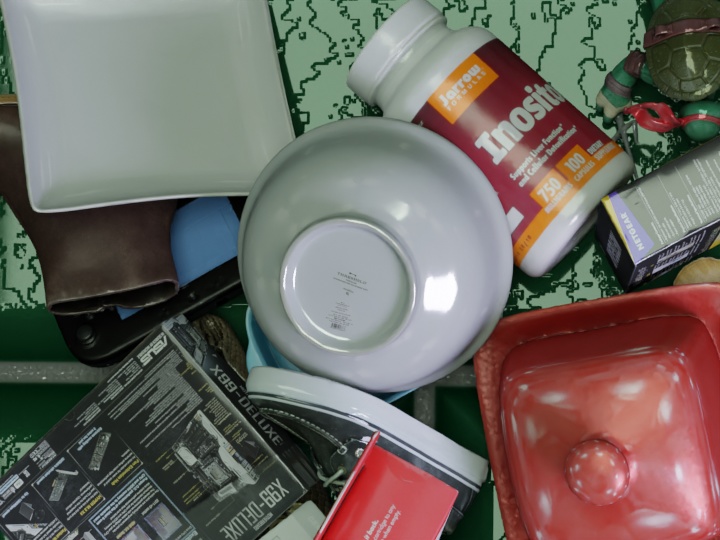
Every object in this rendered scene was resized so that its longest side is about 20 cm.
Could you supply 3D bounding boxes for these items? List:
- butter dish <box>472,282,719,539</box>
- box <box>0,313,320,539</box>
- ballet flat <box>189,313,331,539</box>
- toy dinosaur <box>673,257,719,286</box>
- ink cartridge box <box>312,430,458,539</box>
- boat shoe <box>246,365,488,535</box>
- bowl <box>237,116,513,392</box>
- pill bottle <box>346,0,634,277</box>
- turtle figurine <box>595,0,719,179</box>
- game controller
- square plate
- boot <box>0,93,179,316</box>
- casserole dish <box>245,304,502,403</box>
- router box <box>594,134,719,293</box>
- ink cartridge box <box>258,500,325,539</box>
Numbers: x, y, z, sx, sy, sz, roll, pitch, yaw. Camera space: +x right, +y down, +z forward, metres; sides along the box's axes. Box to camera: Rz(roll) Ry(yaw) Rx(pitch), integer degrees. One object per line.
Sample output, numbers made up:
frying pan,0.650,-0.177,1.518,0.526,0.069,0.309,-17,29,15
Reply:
butter dish,0.172,0.124,1.478,0.199,0.148,0.201,-10,94,17
box,-0.151,0.156,1.549,0.200,0.050,0.158,-44,86,13
ballet flat,-0.081,0.121,1.575,0.067,0.046,0.201,-25,81,2
toy dinosaur,0.255,0.044,1.553,0.200,0.058,0.101,-44,77,21
ink cartridge box,0.003,0.192,1.405,0.067,0.200,0.117,28,69,7
boat shoe,0.002,0.129,1.517,0.199,0.072,0.071,26,77,-22
bowl,0.000,0.000,1.488,0.200,0.090,0.203,3,104,13
pill bottle,0.089,-0.099,1.551,0.200,0.113,0.113,42,89,8
turtle figurine,0.243,-0.160,1.556,0.149,0.101,0.202,-2,78,5
game controller,-0.135,-0.010,1.590,0.199,0.042,0.105,-29,66,1
square plate,-0.154,-0.131,1.575,0.198,0.028,0.199,-5,65,-16
boot,-0.230,-0.045,1.570,0.198,0.073,0.167,-5,56,-2
casserole dish,0.011,0.035,1.580,0.199,0.039,0.122,-29,83,2
router box,0.242,-0.051,1.487,0.157,0.200,0.052,-28,82,1
ink cartridge box,-0.063,0.283,1.500,0.200,0.047,0.160,-38,76,-15
